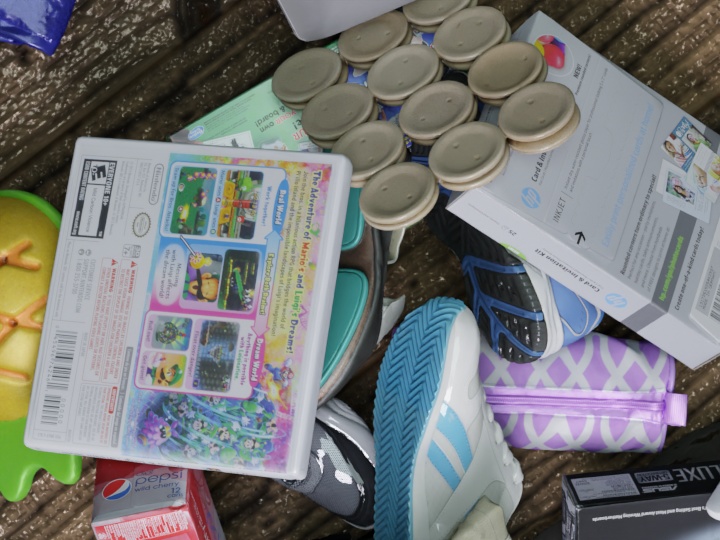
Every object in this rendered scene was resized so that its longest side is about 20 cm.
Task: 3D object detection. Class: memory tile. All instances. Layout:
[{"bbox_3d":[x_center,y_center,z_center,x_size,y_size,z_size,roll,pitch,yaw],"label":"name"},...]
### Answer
[{"bbox_3d":[0.039,-0.110,1.503,0.153,0.200,0.017,-31,131,-3],"label":"memory tile"}]

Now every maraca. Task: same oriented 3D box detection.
[{"bbox_3d":[-0.224,0.046,1.535,0.137,0.107,0.201,-20,77,30],"label":"maraca"}]

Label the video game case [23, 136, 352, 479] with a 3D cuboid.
[{"bbox_3d":[-0.106,0.021,1.457,0.182,0.024,0.201,5,78,17],"label":"video game case"}]

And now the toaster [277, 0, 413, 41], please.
[{"bbox_3d":[-0.001,-0.272,1.530,0.200,0.119,0.181,-24,70,-2],"label":"toaster"}]

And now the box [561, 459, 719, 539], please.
[{"bbox_3d":[0.230,0.201,1.533,0.199,0.050,0.158,-5,112,-7],"label":"box"}]

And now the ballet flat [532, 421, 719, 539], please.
[{"bbox_3d":[0.202,0.161,1.572,0.200,0.067,0.046,-31,121,-2],"label":"ballet flat"}]

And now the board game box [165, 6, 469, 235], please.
[{"bbox_3d":[-0.011,-0.080,1.589,0.200,0.029,0.135,-30,89,-2],"label":"board game box"}]

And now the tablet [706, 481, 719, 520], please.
[{"bbox_3d":[0.312,0.114,1.504,0.130,0.200,0.014,14,125,23],"label":"tablet"}]

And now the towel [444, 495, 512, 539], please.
[{"bbox_3d":[0.039,0.258,1.415,0.034,0.193,0.200,20,53,37],"label":"towel"}]

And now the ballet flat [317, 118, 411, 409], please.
[{"bbox_3d":[0.000,0.000,1.534,0.068,0.068,0.201,4,77,43],"label":"ballet flat"}]

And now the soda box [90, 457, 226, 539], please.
[{"bbox_3d":[-0.112,0.204,1.501,0.063,0.070,0.200,-11,125,6],"label":"soda box"}]

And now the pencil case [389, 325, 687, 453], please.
[{"bbox_3d":[0.109,0.078,1.556,0.199,0.085,0.084,1,89,-2],"label":"pencil case"}]

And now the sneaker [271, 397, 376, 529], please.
[{"bbox_3d":[-0.075,0.112,1.530,0.200,0.114,0.076,42,131,7],"label":"sneaker"}]

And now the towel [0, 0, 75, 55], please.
[{"bbox_3d":[-0.238,-0.257,1.587,0.147,0.050,0.200,22,87,-7],"label":"towel"}]

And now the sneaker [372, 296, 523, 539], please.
[{"bbox_3d":[0.057,0.111,1.491,0.081,0.077,0.201,-5,111,-23],"label":"sneaker"}]

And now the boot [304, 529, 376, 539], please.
[{"bbox_3d":[0.050,0.249,1.551,0.200,0.076,0.169,-3,91,5],"label":"boot"}]

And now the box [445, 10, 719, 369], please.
[{"bbox_3d":[0.165,-0.052,1.525,0.200,0.041,0.156,32,53,-15],"label":"box"}]

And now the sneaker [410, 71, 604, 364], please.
[{"bbox_3d":[0.095,-0.036,1.548,0.077,0.076,0.200,-11,76,-37],"label":"sneaker"}]
